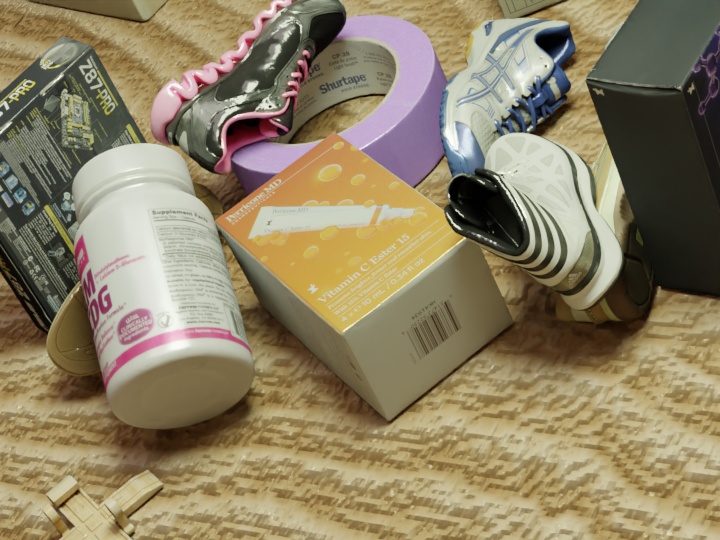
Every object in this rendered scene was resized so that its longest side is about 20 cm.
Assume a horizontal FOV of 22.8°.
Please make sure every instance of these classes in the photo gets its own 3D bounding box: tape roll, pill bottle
[{"bbox_3d":[-0.020,-0.130,1.526,0.199,0.066,0.201,-16,41,14],"label":"tape roll"},{"bbox_3d":[-0.157,0.010,1.368,0.113,0.113,0.201,-22,59,6],"label":"pill bottle"}]

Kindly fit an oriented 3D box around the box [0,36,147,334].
[{"bbox_3d":[-0.244,-0.065,1.474,0.049,0.200,0.161,23,61,43],"label":"box"}]

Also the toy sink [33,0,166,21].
[{"bbox_3d":[-0.283,-0.356,1.870,0.199,0.131,0.112,15,55,41],"label":"toy sink"}]

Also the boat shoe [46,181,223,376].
[{"bbox_3d":[-0.187,0.014,1.472,0.200,0.071,0.064,-49,7,-27],"label":"boat shoe"}]

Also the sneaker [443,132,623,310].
[{"bbox_3d":[0.108,-0.061,1.272,0.076,0.115,0.201,-51,30,17],"label":"sneaker"}]

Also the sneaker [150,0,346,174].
[{"bbox_3d":[-0.076,-0.153,1.490,0.200,0.079,0.095,-41,63,-15],"label":"sneaker"}]

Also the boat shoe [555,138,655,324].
[{"bbox_3d":[0.180,-0.046,1.321,0.076,0.072,0.201,-13,40,34],"label":"boat shoe"}]

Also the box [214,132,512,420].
[{"bbox_3d":[0.000,0.000,1.346,0.124,0.098,0.200,-37,40,-12],"label":"box"}]

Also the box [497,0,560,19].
[{"bbox_3d":[0.201,-0.309,1.573,0.199,0.095,0.078,-20,39,7],"label":"box"}]

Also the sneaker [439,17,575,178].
[{"bbox_3d":[0.123,-0.143,1.450,0.088,0.075,0.201,-5,45,24],"label":"sneaker"}]

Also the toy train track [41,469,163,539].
[{"bbox_3d":[-0.176,0.197,1.281,0.115,0.033,0.200,-40,42,-15],"label":"toy train track"}]

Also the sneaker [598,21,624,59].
[{"bbox_3d":[0.281,-0.195,1.419,0.199,0.078,0.100,-10,39,18],"label":"sneaker"}]

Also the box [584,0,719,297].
[{"bbox_3d":[0.242,-0.100,1.235,0.079,0.200,0.141,13,54,38],"label":"box"}]
